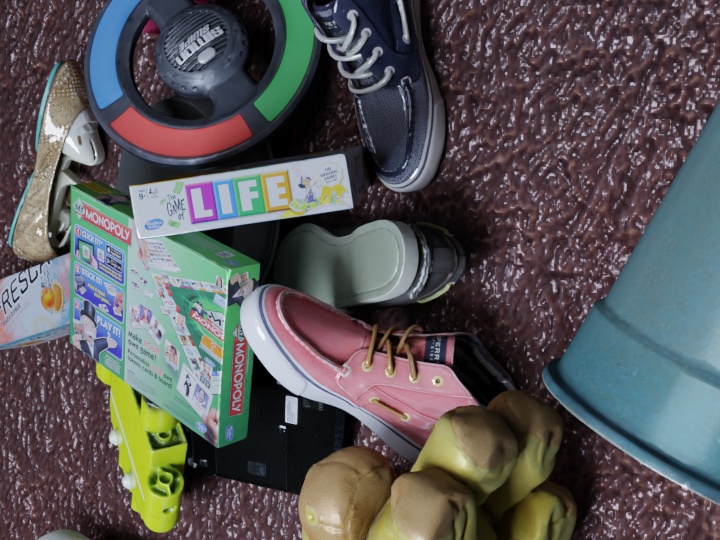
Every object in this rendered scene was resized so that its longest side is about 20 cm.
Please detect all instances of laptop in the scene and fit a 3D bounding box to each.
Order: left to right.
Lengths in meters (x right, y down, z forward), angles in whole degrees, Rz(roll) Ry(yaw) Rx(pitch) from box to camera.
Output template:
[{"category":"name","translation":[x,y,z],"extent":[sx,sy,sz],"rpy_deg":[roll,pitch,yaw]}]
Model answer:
[{"category":"laptop","translation":[-0.096,0.071,0.927],"extent":[0.200,0.103,0.177],"rpy_deg":[10,126,11]}]

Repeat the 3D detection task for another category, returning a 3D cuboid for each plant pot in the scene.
[{"category":"plant pot","translation":[0.225,0.010,0.600],"extent":[0.200,0.200,0.196],"rpy_deg":[30,104,34]}]

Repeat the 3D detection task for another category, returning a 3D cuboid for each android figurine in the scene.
[{"category":"android figurine","translation":[-0.187,0.134,0.988],"extent":[0.200,0.041,0.182],"rpy_deg":[110,142,-49]}]

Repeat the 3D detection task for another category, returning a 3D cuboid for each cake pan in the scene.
[{"category":"cake pan","translation":[-0.144,-0.057,0.973],"extent":[0.200,0.037,0.201],"rpy_deg":[7,100,46]}]

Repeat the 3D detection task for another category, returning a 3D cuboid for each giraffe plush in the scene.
[{"category":"giraffe plush","translation":[0.029,0.170,0.745],"extent":[0.162,0.172,0.200],"rpy_deg":[11,106,39]}]

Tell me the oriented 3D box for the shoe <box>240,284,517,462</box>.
[{"category":"shoe","translation":[0.018,0.058,0.780],"extent":[0.091,0.200,0.072],"rpy_deg":[-30,37,32]}]

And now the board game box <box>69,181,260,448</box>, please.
[{"category":"board game box","translation":[-0.150,0.027,0.846],"extent":[0.200,0.029,0.135],"rpy_deg":[26,118,41]}]

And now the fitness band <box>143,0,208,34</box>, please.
[{"category":"fitness band","translation":[-0.173,-0.305,0.994],"extent":[0.144,0.037,0.200],"rpy_deg":[24,109,36]}]

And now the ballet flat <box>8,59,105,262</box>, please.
[{"category":"ballet flat","translation":[-0.275,-0.096,1.086],"extent":[0.065,0.071,0.200],"rpy_deg":[22,112,8]}]

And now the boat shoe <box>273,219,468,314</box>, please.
[{"category":"boat shoe","translation":[0.000,0.000,0.851],"extent":[0.201,0.060,0.072],"rpy_deg":[-4,85,59]}]

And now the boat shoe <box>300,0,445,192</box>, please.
[{"category":"boat shoe","translation":[0.001,-0.155,0.824],"extent":[0.075,0.093,0.200],"rpy_deg":[-11,86,39]}]

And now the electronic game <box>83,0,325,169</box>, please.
[{"category":"electronic game","translation":[-0.124,-0.174,0.909],"extent":[0.200,0.042,0.200],"rpy_deg":[-4,72,12]}]

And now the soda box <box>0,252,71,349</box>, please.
[{"category":"soda box","translation":[-0.284,0.027,1.087],"extent":[0.200,0.068,0.064],"rpy_deg":[-17,83,40]}]

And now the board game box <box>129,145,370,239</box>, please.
[{"category":"board game box","translation":[-0.066,-0.057,0.791],"extent":[0.134,0.200,0.034],"rpy_deg":[-8,97,4]}]

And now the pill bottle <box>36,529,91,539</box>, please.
[{"category":"pill bottle","translation":[-0.218,0.314,1.026],"extent":[0.200,0.113,0.114],"rpy_deg":[20,105,37]}]
